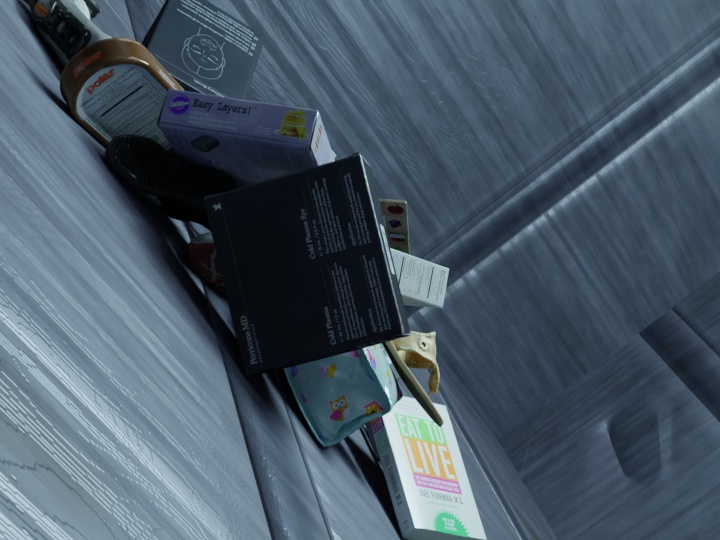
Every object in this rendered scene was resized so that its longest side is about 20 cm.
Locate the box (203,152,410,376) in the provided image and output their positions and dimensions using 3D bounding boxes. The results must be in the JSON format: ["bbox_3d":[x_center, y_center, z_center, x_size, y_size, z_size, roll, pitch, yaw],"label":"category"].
[{"bbox_3d":[-0.056,-0.004,1.416,0.104,0.179,0.203,23,54,-83],"label":"box"}]

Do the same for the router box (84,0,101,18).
[{"bbox_3d":[-0.441,-0.417,1.700,0.151,0.062,0.200,54,4,20],"label":"router box"}]

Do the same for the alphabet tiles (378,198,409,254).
[{"bbox_3d":[-0.026,-0.059,1.896,0.168,0.196,0.008,84,15,-55],"label":"alphabet tiles"}]

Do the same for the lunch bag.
[{"bbox_3d":[-0.043,0.100,1.564,0.202,0.121,0.170,60,4,3],"label":"lunch bag"}]

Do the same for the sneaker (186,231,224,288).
[{"bbox_3d":[-0.123,-0.034,1.554,0.198,0.078,0.083,-7,51,-36],"label":"sneaker"}]

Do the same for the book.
[{"bbox_3d":[0.080,0.261,1.672,0.133,0.048,0.202,20,41,-41],"label":"book"}]

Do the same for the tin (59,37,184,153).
[{"bbox_3d":[-0.266,-0.193,1.491,0.042,0.111,0.200,55,5,30],"label":"tin"}]

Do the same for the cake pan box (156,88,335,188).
[{"bbox_3d":[-0.124,-0.136,1.505,0.181,0.053,0.200,11,-17,12],"label":"cake pan box"}]

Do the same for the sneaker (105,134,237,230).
[{"bbox_3d":[-0.223,-0.096,1.522,0.198,0.061,0.104,20,-21,-27],"label":"sneaker"}]

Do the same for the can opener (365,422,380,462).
[{"bbox_3d":[0.055,0.248,1.800,0.053,0.066,0.201,51,11,-34],"label":"can opener"}]

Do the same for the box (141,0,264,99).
[{"bbox_3d":[-0.231,-0.268,1.745,0.147,0.107,0.201,29,38,-15],"label":"box"}]

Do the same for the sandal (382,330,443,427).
[{"bbox_3d":[0.061,0.091,1.621,0.212,0.069,0.078,51,-9,15],"label":"sandal"}]

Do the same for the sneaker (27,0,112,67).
[{"bbox_3d":[-0.361,-0.291,1.586,0.079,0.074,0.200,34,11,-48],"label":"sneaker"}]

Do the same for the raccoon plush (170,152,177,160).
[{"bbox_3d":[-0.270,-0.208,1.778,0.134,0.097,0.200,44,7,-17],"label":"raccoon plush"}]

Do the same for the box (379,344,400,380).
[{"bbox_3d":[-0.031,0.092,1.770,0.201,0.050,0.158,56,32,-2],"label":"box"}]

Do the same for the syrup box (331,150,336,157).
[{"bbox_3d":[-0.139,-0.137,1.854,0.079,0.199,0.081,51,-1,-18],"label":"syrup box"}]

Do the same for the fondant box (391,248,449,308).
[{"bbox_3d":[0.000,0.000,1.703,0.143,0.059,0.199,4,-11,44],"label":"fondant box"}]
